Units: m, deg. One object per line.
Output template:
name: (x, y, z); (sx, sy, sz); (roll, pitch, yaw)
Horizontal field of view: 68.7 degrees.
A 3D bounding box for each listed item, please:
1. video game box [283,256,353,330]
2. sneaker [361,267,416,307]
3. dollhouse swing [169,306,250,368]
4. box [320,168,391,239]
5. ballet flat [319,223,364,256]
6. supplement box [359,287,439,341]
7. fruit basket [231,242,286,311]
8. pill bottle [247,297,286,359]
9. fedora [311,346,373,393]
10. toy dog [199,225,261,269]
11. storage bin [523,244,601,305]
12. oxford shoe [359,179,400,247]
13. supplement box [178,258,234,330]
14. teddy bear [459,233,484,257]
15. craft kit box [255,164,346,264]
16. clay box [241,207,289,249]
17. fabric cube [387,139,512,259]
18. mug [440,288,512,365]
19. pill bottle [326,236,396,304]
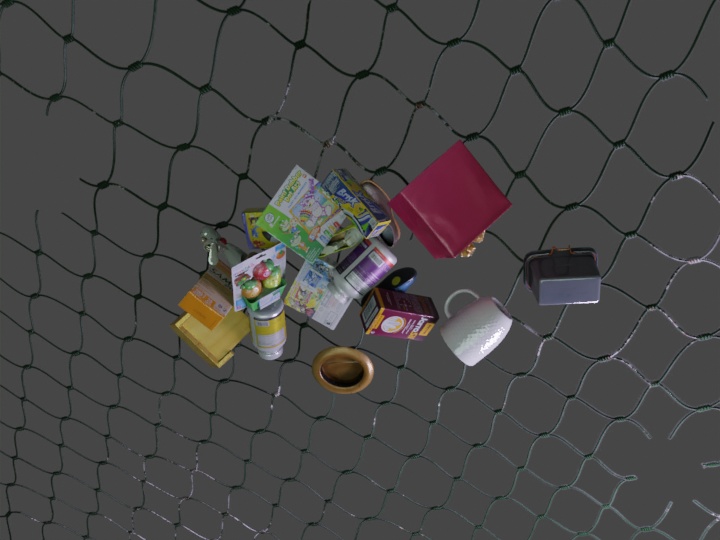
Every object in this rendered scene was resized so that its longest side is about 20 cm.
video game box: (-0.115, 0.060, 1.607); (0.181, 0.047, 0.201); (28, 116, -8)
sneaker: (0.096, 0.065, 1.572); (0.200, 0.066, 0.078); (-38, 129, 18)
dollhouse swing: (-0.485, 0.186, 1.736); (0.200, 0.176, 0.181); (48, 155, -15)
box: (-0.013, -0.181, 1.412); (0.200, 0.070, 0.064); (51, 123, 14)
ballet flat: (-0.048, -0.085, 1.513); (0.199, 0.067, 0.067); (-20, 110, 18)
supplement box: (0.112, 0.130, 1.532); (0.199, 0.086, 0.111); (11, 128, -26)
fruit basket: (-0.285, 0.023, 1.525); (0.094, 0.185, 0.201); (46, 146, 21)
pill bottle: (-0.290, 0.180, 1.651); (0.111, 0.112, 0.201); (6, 127, 6)
fedora: (-0.055, 0.304, 1.696); (0.199, 0.082, 0.202); (1, 116, 3)
toy dog: (-0.396, -0.037, 1.556); (0.199, 0.097, 0.132); (25, 141, -3)
storage bin: (0.553, 0.016, 1.426); (0.198, 0.135, 0.147); (-4, 115, 10)
oxford shoe: (0.055, -0.157, 1.457); (0.071, 0.073, 0.201); (-24, 109, 20)
supplement box: (-0.435, 0.068, 1.576); (0.126, 0.200, 0.074); (40, 119, -12)
teddy bear: (0.247, -0.118, 1.449); (0.145, 0.067, 0.200); (-37, 106, 20)
craft kit box: (-0.155, -0.154, 1.465); (0.197, 0.049, 0.201); (35, 90, -7)
clay box: (-0.237, -0.126, 1.535); (0.198, 0.048, 0.116); (-2, 115, 11)
fabric cube: (0.214, -0.167, 1.309); (0.196, 0.200, 0.200); (-42, 94, -4)
mug: (0.328, 0.144, 1.533); (0.175, 0.147, 0.200); (-44, 72, 19)
pill bottle: (0.000, 0.000, 1.492); (0.200, 0.112, 0.112); (-44, 103, 5)
